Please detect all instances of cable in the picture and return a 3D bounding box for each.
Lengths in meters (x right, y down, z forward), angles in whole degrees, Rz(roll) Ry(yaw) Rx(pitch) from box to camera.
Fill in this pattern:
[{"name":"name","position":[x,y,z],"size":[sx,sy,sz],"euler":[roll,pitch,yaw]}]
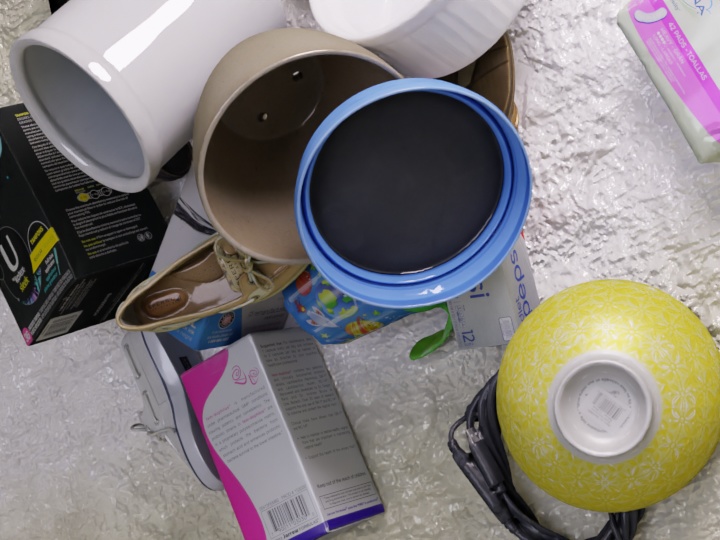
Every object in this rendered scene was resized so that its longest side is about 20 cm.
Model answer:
[{"name":"cable","position":[0.180,0.172,1.580],"size":[0.163,0.051,0.200],"euler":[-43,74,20]}]

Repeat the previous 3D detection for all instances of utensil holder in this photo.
[{"name":"utensil holder","position":[-0.188,-0.198,1.606],"size":[0.169,0.200,0.170],"euler":[32,151,20]}]

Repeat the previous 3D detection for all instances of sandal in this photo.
[{"name":"sandal","position":[0.114,-0.128,1.601],"size":[0.080,0.054,0.201],"euler":[0,108,30]}]

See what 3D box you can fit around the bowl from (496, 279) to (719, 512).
[{"name":"bowl","position":[0.205,0.110,1.480],"size":[0.199,0.108,0.202],"euler":[1,93,11]}]

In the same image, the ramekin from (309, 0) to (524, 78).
[{"name":"ramekin","position":[0.058,-0.266,1.557],"size":[0.200,0.098,0.202],"euler":[-25,50,33]}]

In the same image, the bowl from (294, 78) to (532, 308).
[{"name":"bowl","position":[0.042,-0.065,1.472],"size":[0.201,0.200,0.039],"euler":[-63,23,20]}]

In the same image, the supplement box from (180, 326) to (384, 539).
[{"name":"supplement box","position":[-0.075,0.166,1.712],"size":[0.101,0.103,0.201],"euler":[-29,78,32]}]

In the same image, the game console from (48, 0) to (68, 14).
[{"name":"game console","position":[-0.280,-0.309,1.816],"size":[0.177,0.031,0.201],"euler":[-25,76,59]}]

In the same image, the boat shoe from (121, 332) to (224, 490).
[{"name":"boat shoe","position":[-0.194,0.143,1.807],"size":[0.086,0.074,0.203],"euler":[-37,71,29]}]

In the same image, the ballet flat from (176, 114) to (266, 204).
[{"name":"ballet flat","position":[-0.115,-0.131,1.754],"size":[0.063,0.069,0.201],"euler":[27,113,0]}]

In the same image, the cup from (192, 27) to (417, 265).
[{"name":"cup","position":[-0.060,-0.126,1.521],"size":[0.201,0.199,0.143],"euler":[-61,32,21]}]

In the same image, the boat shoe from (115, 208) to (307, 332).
[{"name":"boat shoe","position":[-0.128,0.008,1.594],"size":[0.199,0.063,0.074],"euler":[-29,90,22]}]

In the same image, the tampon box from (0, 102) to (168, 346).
[{"name":"tampon box","position":[-0.305,-0.056,1.814],"size":[0.201,0.126,0.150],"euler":[60,141,15]}]

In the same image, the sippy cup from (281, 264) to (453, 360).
[{"name":"sippy cup","position":[0.000,0.000,1.635],"size":[0.130,0.139,0.179],"euler":[-36,69,36]}]

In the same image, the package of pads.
[{"name":"package of pads","position":[0.322,-0.204,1.444],"size":[0.200,0.068,0.155],"euler":[-36,75,29]}]

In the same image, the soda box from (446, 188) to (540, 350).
[{"name":"soda box","position":[0.102,-0.036,1.568],"size":[0.063,0.068,0.201],"euler":[-8,104,27]}]

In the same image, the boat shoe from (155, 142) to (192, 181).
[{"name":"boat shoe","position":[-0.224,-0.164,1.751],"size":[0.073,0.200,0.075],"euler":[-3,48,44]}]

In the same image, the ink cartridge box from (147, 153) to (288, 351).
[{"name":"ink cartridge box","position":[-0.110,-0.035,1.696],"size":[0.084,0.144,0.201],"euler":[31,110,26]}]
